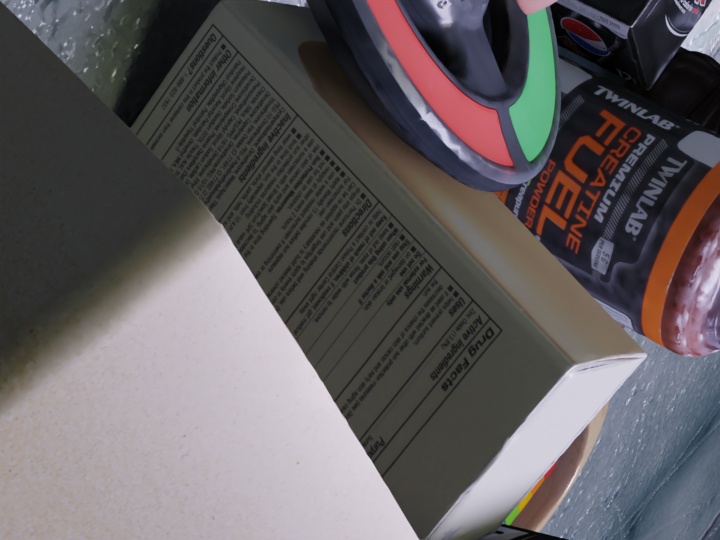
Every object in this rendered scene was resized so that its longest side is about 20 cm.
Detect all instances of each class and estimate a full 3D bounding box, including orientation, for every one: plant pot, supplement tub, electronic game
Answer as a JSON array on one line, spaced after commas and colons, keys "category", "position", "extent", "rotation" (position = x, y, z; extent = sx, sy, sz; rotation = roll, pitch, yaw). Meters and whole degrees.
[{"category": "plant pot", "position": [-0.123, 0.049, 0.666], "extent": [0.177, 0.200, 0.200], "rotation": [-39, 137, -9]}, {"category": "supplement tub", "position": [0.141, -0.027, 1.071], "extent": [0.107, 0.199, 0.107], "rotation": [-42, 148, -34]}, {"category": "electronic game", "position": [0.024, -0.126, 0.815], "extent": [0.200, 0.041, 0.201], "rotation": [44, 35, -44]}]

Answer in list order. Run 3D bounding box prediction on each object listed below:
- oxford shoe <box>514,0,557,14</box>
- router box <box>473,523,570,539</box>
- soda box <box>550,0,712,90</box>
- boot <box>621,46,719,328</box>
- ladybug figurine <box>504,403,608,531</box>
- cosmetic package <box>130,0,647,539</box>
[{"category": "oxford shoe", "position": [0.087, -0.178, 0.863], "extent": [0.201, 0.073, 0.071], "rotation": [-91, 155, -44]}, {"category": "router box", "position": [0.008, 0.135, 0.783], "extent": [0.199, 0.148, 0.051], "rotation": [-11, 107, -56]}, {"category": "soda box", "position": [0.169, -0.195, 1.098], "extent": [0.201, 0.071, 0.063], "rotation": [-54, 153, -12]}, {"category": "boot", "position": [0.189, -0.018, 1.176], "extent": [0.064, 0.200, 0.188], "rotation": [5, 107, -26]}, {"category": "ladybug figurine", "position": [0.066, 0.115, 1.228], "extent": [0.200, 0.072, 0.136], "rotation": [-47, 152, -28]}, {"category": "cosmetic package", "position": [0.000, 0.000, 0.821], "extent": [0.105, 0.200, 0.071], "rotation": [-50, 159, 23]}]
